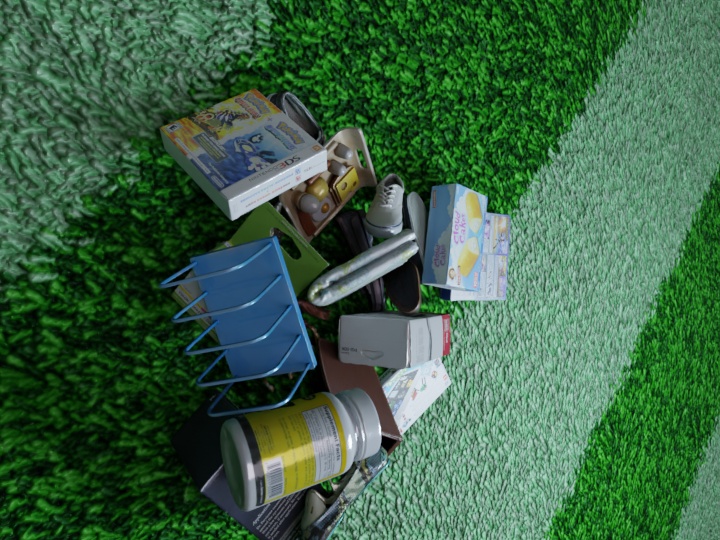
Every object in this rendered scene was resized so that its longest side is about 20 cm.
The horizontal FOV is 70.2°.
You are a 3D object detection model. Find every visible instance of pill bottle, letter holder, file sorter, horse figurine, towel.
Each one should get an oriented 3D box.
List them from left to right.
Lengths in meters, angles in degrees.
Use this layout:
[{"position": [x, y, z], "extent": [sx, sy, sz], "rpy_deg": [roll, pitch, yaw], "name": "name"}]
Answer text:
[{"position": [-0.166, 0.079, 0.701], "extent": [0.123, 0.136, 0.203], "rpy_deg": [-57, 133, -67], "name": "file sorter"}, {"position": [-0.143, 0.119, 0.916], "extent": [0.200, 0.050, 0.133], "rpy_deg": [-47, 117, -22], "name": "horse figurine"}, {"position": [-0.078, 0.231, 0.691], "extent": [0.197, 0.114, 0.117], "rpy_deg": [-9, 98, -30], "name": "pill bottle"}, {"position": [-0.034, 0.233, 0.896], "extent": [0.141, 0.201, 0.101], "rpy_deg": [29, 110, -30], "name": "letter holder"}, {"position": [0.000, 0.000, 0.865], "extent": [0.198, 0.171, 0.049], "rpy_deg": [-29, 85, -5], "name": "towel"}]

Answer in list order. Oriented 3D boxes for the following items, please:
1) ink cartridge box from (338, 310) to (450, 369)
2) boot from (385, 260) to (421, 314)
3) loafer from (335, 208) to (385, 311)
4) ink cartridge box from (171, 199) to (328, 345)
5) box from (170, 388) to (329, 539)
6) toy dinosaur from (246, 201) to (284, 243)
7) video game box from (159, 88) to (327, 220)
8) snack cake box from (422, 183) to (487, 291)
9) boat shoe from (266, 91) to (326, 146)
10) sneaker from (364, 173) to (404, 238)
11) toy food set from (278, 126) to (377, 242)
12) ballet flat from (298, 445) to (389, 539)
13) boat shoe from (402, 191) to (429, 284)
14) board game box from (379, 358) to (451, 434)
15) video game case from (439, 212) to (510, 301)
[{"position": [0.068, 0.122, 0.957], "extent": [0.199, 0.144, 0.085], "rpy_deg": [2, 88, -61], "name": "ink cartridge box"}, {"position": [0.094, 0.034, 0.997], "extent": [0.074, 0.201, 0.097], "rpy_deg": [-32, 126, 11], "name": "boot"}, {"position": [-0.002, -0.015, 0.990], "extent": [0.062, 0.072, 0.204], "rpy_deg": [-11, 85, -15], "name": "loafer"}, {"position": [-0.170, 0.014, 0.784], "extent": [0.148, 0.200, 0.076], "rpy_deg": [45, 25, -4], "name": "ink cartridge box"}, {"position": [-0.177, 0.318, 0.820], "extent": [0.118, 0.196, 0.201], "rpy_deg": [-47, 116, -20], "name": "box"}, {"position": [-0.155, -0.016, 0.859], "extent": [0.075, 0.102, 0.204], "rpy_deg": [-1, 106, 3], "name": "toy dinosaur"}, {"position": [-0.180, -0.189, 0.796], "extent": [0.181, 0.200, 0.047], "rpy_deg": [-33, 152, -29], "name": "video game box"}, {"position": [0.195, -0.064, 1.054], "extent": [0.114, 0.067, 0.204], "rpy_deg": [11, 83, -43], "name": "snack cake box"}, {"position": [-0.095, -0.225, 0.911], "extent": [0.200, 0.070, 0.073], "rpy_deg": [48, 67, -30], "name": "boat shoe"}, {"position": [0.045, -0.125, 0.957], "extent": [0.072, 0.201, 0.072], "rpy_deg": [4, 119, 2], "name": "sneaker"}, {"position": [-0.049, -0.136, 0.913], "extent": [0.200, 0.060, 0.144], "rpy_deg": [-49, 147, -17], "name": "toy food set"}, {"position": [-0.041, 0.333, 0.762], "extent": [0.200, 0.074, 0.075], "rpy_deg": [-46, 116, -23], "name": "ballet flat"}, {"position": [0.115, -0.061, 1.070], "extent": [0.075, 0.060, 0.204], "rpy_deg": [-28, 107, -49], "name": "boat shoe"}, {"position": [0.102, 0.254, 1.099], "extent": [0.199, 0.034, 0.128], "rpy_deg": [-37, 113, -26], "name": "board game box"}, {"position": [0.265, -0.033, 1.182], "extent": [0.179, 0.045, 0.204], "rpy_deg": [1, 93, -32], "name": "video game case"}]
